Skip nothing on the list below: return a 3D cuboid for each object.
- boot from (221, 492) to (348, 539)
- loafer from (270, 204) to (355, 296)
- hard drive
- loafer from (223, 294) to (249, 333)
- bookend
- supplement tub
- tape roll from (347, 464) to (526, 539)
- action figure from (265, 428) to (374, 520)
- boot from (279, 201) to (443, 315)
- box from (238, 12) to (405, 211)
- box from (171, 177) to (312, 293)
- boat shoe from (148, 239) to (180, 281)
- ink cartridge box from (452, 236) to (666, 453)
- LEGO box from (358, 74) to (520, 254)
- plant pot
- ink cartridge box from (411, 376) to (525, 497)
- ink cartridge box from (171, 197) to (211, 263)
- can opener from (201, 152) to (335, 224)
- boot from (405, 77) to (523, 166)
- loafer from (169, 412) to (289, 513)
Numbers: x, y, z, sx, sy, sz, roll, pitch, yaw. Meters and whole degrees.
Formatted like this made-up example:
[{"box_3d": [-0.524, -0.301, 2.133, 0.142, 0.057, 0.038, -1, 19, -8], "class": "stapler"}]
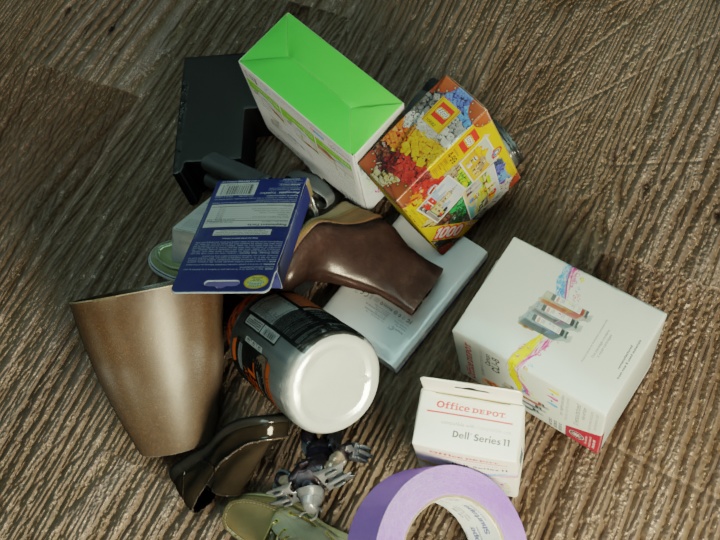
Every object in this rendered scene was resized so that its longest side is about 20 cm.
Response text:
[{"box_3d": [-0.089, 0.311, 1.030, 0.199, 0.155, 0.073, 21, 92, 18], "class": "boot"}, {"box_3d": [-0.066, -0.025, 1.239, 0.063, 0.072, 0.200, 2, 36, 48], "class": "loafer"}, {"box_3d": [0.057, 0.020, 1.229, 0.132, 0.025, 0.200, 33, 73, 23], "class": "hard drive"}, {"box_3d": [-0.173, 0.051, 1.232, 0.199, 0.063, 0.072, 12, 65, 15], "class": "loafer"}, {"box_3d": [-0.156, -0.209, 1.346, 0.198, 0.092, 0.200, -4, 64, 7], "class": "bookend"}, {"box_3d": [-0.075, 0.097, 1.080, 0.122, 0.123, 0.200, -43, 31, -12], "class": "supplement tub"}, {"box_3d": [0.084, 0.311, 0.991, 0.199, 0.066, 0.202, 10, 70, -29], "class": "tape roll"}, {"box_3d": [-0.045, 0.209, 1.092, 0.129, 0.070, 0.201, -17, 36, 18], "class": "action figure"}, {"box_3d": [0.000, 0.000, 1.146, 0.166, 0.073, 0.200, 36, 43, 10], "class": "boot"}, {"box_3d": [-0.041, -0.194, 1.184, 0.200, 0.177, 0.097, 41, 81, 18], "class": "box"}, {"box_3d": [-0.136, -0.035, 1.085, 0.120, 0.033, 0.201, 0, 42, 14], "class": "box"}, {"box_3d": [-0.200, -0.018, 1.272, 0.199, 0.062, 0.072, 5, 64, 12], "class": "boat shoe"}, {"box_3d": [0.229, 0.087, 1.096, 0.199, 0.146, 0.145, 30, 72, 23], "class": "ink cartridge box"}, {"box_3d": [0.103, -0.124, 1.150, 0.149, 0.200, 0.077, -45, 63, 3], "class": "LEGO box"}, {"box_3d": [-0.245, 0.119, 1.144, 0.186, 0.187, 0.201, -10, 94, 5], "class": "plant pot"}, {"box_3d": [0.122, 0.188, 1.033, 0.116, 0.200, 0.068, 7, 64, 14], "class": "ink cartridge box"}, {"box_3d": [-0.162, -0.058, 1.232, 0.108, 0.051, 0.200, 10, 22, 9], "class": "ink cartridge box"}, {"box_3d": [-0.121, -0.112, 1.224, 0.199, 0.054, 0.067, 25, 46, 32], "class": "can opener"}, {"box_3d": [0.121, -0.169, 1.301, 0.132, 0.070, 0.200, -45, 58, -6], "class": "boot"}, {"box_3d": [-0.147, 0.229, 1.100, 0.200, 0.073, 0.072, -38, 63, 35], "class": "loafer"}]
